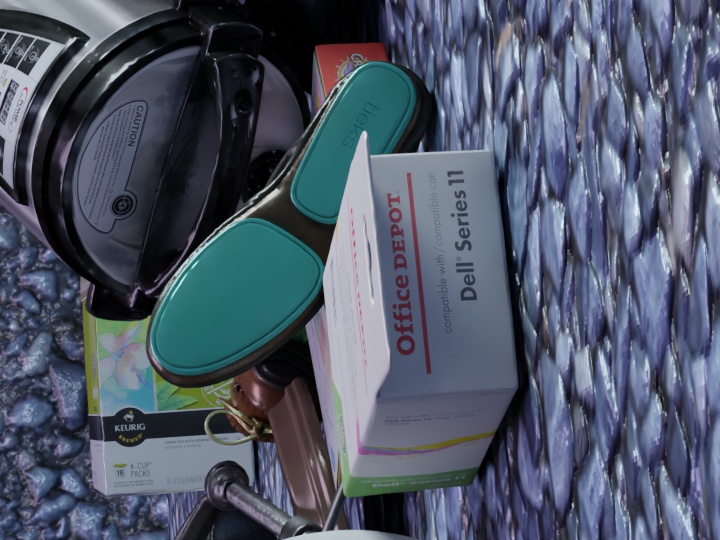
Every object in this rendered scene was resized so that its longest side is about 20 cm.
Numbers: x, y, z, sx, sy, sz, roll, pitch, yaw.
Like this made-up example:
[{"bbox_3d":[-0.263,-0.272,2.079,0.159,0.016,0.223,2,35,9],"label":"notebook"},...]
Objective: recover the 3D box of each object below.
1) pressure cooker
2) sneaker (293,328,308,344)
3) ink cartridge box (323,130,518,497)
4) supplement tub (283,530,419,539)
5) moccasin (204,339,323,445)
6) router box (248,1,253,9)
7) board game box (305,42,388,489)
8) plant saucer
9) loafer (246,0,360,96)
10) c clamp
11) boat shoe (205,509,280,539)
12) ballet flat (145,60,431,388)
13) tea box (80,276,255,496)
[{"bbox_3d":[-0.124,-0.083,1.699,0.200,0.178,0.176,39,160,47],"label":"pressure cooker"},{"bbox_3d":[-0.064,-0.048,1.882,0.074,0.083,0.201,-93,-12,-72],"label":"sneaker"},{"bbox_3d":[0.027,0.020,1.365,0.200,0.067,0.118,106,160,-70],"label":"ink cartridge box"},{"bbox_3d":[-0.004,0.239,1.415,0.146,0.144,0.201,-110,18,-64],"label":"supplement tub"},{"bbox_3d":[-0.056,0.081,1.928,0.201,0.073,0.078,-165,95,-81],"label":"moccasin"},{"bbox_3d":[-0.090,-0.189,1.830,0.200,0.148,0.051,103,163,-63],"label":"router box"},{"bbox_3d":[0.000,0.000,1.654,0.153,0.040,0.201,-102,11,-45],"label":"board game box"},{"bbox_3d":[-0.019,0.163,1.768,0.200,0.029,0.201,164,90,-87],"label":"plant saucer"},{"bbox_3d":[-0.025,-0.158,1.739,0.072,0.073,0.200,-56,-10,-15],"label":"loafer"},{"bbox_3d":[-0.062,0.157,1.678,0.200,0.027,0.172,10,76,65],"label":"c clamp"},{"bbox_3d":[-0.053,0.193,1.728,0.091,0.070,0.201,95,161,-50],"label":"boat shoe"},{"bbox_3d":[-0.029,-0.015,1.503,0.068,0.200,0.068,38,170,14],"label":"ballet flat"},{"bbox_3d":[-0.169,0.091,2.594,0.200,0.133,0.198,167,98,-82],"label":"tea box"}]
